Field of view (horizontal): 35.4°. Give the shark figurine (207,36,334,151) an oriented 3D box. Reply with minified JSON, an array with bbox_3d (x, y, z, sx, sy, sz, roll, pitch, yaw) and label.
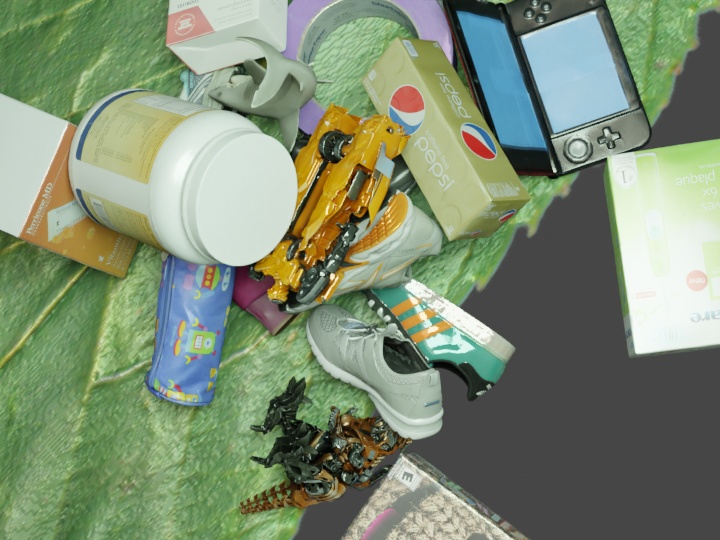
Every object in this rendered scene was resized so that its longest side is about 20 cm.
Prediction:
[{"bbox_3d":[-0.075,-0.166,1.118,0.127,0.214,0.091,2,89,-15],"label":"shark figurine"}]

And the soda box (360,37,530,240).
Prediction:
[{"bbox_3d":[0.081,-0.130,1.107,0.068,0.064,0.201,-44,63,38],"label":"soda box"}]

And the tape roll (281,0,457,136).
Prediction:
[{"bbox_3d":[0.005,-0.223,1.227,0.198,0.066,0.202,-1,81,9],"label":"tape roll"}]

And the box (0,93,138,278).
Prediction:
[{"bbox_3d":[-0.311,-0.083,1.184,0.097,0.200,0.125,21,86,22],"label":"box"}]

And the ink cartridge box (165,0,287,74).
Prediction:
[{"bbox_3d":[-0.142,-0.326,1.228,0.115,0.067,0.202,-11,64,23],"label":"ink cartridge box"}]

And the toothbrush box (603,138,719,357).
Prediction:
[{"bbox_3d":[0.331,-0.021,1.136,0.144,0.086,0.202,-7,83,9],"label":"toothbrush box"}]

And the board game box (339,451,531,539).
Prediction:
[{"bbox_3d":[0.080,0.304,1.126,0.199,0.097,0.160,35,89,12],"label":"board game box"}]

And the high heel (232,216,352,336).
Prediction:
[{"bbox_3d":[-0.061,-0.030,1.209,0.096,0.067,0.200,44,92,8],"label":"high heel"}]

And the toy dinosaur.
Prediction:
[{"bbox_3d":[-0.041,0.197,1.161,0.200,0.102,0.136,-45,122,-4],"label":"toy dinosaur"}]

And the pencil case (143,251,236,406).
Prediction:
[{"bbox_3d":[-0.179,0.041,1.188,0.078,0.086,0.202,21,105,47],"label":"pencil case"}]

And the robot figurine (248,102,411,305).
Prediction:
[{"bbox_3d":[-0.033,-0.057,1.078,0.145,0.058,0.202,23,87,53],"label":"robot figurine"}]

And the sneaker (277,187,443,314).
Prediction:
[{"bbox_3d":[0.000,0.000,1.130,0.199,0.092,0.076,-31,47,35],"label":"sneaker"}]

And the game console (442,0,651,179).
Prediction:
[{"bbox_3d":[0.196,-0.207,1.166,0.171,0.119,0.202,-18,80,7],"label":"game console"}]

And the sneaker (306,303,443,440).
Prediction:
[{"bbox_3d":[0.021,0.081,1.146,0.200,0.074,0.083,37,129,38],"label":"sneaker"}]

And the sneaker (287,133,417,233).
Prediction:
[{"bbox_3d":[-0.027,-0.101,1.166,0.198,0.076,0.091,-16,120,15],"label":"sneaker"}]

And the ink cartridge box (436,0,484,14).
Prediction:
[{"bbox_3d":[0.148,-0.365,1.180,0.199,0.145,0.088,-31,79,4],"label":"ink cartridge box"}]

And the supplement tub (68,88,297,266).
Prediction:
[{"bbox_3d":[-0.170,-0.088,1.076,0.199,0.144,0.146,20,86,40],"label":"supplement tub"}]

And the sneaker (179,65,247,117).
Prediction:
[{"bbox_3d":[-0.187,-0.133,1.251,0.086,0.078,0.202,12,78,23],"label":"sneaker"}]

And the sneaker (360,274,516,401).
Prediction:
[{"bbox_3d":[0.059,0.060,1.176,0.199,0.071,0.080,32,85,11],"label":"sneaker"}]
